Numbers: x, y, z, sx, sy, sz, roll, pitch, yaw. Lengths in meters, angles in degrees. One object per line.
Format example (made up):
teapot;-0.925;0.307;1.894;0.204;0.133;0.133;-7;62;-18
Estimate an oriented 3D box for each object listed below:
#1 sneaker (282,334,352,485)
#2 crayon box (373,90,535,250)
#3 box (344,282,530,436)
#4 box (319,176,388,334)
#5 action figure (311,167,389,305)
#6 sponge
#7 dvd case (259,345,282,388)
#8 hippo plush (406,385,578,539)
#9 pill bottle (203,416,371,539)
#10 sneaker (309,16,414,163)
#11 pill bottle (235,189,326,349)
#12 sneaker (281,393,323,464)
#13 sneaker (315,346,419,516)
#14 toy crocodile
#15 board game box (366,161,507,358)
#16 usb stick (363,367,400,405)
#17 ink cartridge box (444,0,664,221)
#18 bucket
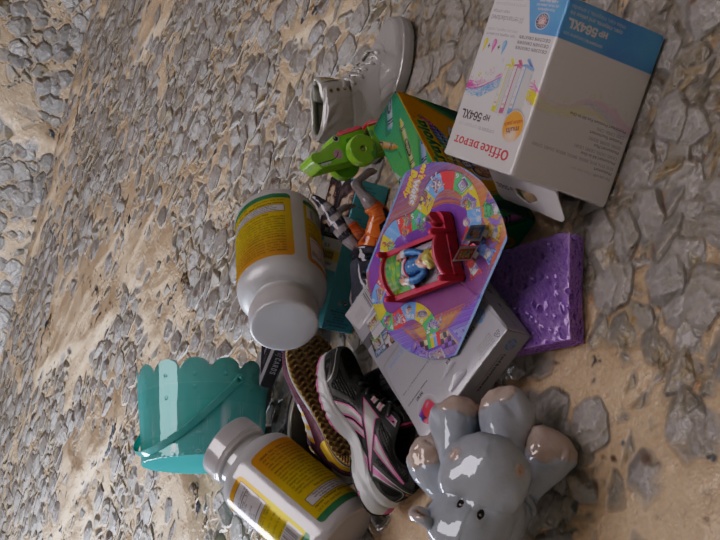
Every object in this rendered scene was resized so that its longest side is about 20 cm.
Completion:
sneaker;-0.051;0.175;1.415;0.201;0.075;0.090;65;152;28
crayon box;0.101;-0.109;1.258;0.058;0.118;0.201;-57;35;30
box;0.076;0.057;1.199;0.156;0.041;0.200;-56;42;22
box;-0.025;-0.023;1.509;0.082;0.049;0.201;17;93;60
action figure;0.000;0.000;1.391;0.200;0.104;0.195;-39;62;53
sponge;0.147;0.037;1.178;0.199;0.030;0.112;-17;64;45
dvd case;-0.109;0.043;1.586;0.201;0.025;0.151;-92;20;-50
hippo plush;0.094;0.205;1.046;0.159;0.161;0.201;24;98;22
pill bottle;-0.093;0.268;1.363;0.200;0.113;0.113;34;111;26
sneaker;-0.003;-0.255;1.503;0.074;0.115;0.201;12;88;62
pill bottle;-0.101;-0.001;1.427;0.113;0.112;0.201;-54;29;33
sneaker;-0.087;0.223;1.488;0.106;0.074;0.201;-5;75;59
sneaker;0.022;0.175;1.313;0.086;0.080;0.201;-32;72;24
toy crocodile;0.017;-0.157;1.369;0.062;0.199;0.067;68;156;5
board game box;0.060;-0.012;1.146;0.158;0.039;0.201;40;117;39
usb stick;0.058;0.124;1.324;0.200;0.032;0.056;-31;60;51
ink cartridge box;0.186;-0.160;1.126;0.128;0.125;0.201;29;103;59
bucket;-0.227;0.211;1.618;0.207;0.206;0.136;-29;58;52
